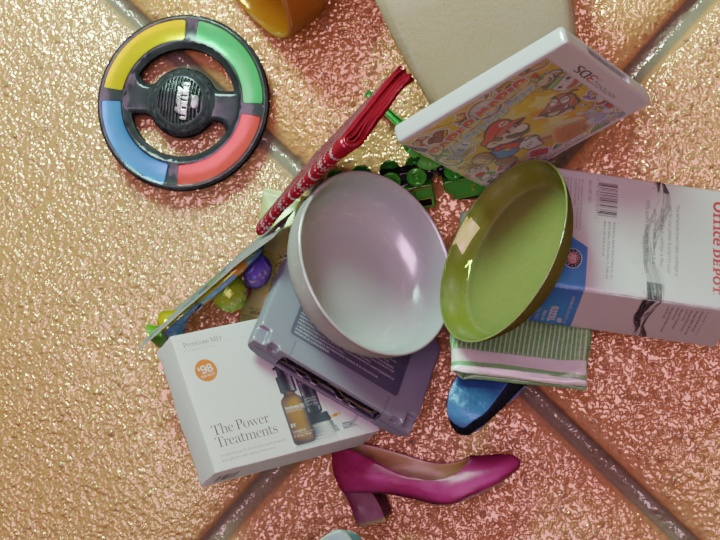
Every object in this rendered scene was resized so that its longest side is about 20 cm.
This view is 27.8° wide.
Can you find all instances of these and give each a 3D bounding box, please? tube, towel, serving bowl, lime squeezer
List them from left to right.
[{"bbox_3d":[-0.098,0.011,1.612,0.058,0.052,0.201,17,85,-22],"label":"tube"},{"bbox_3d":[-0.029,-0.122,1.518,0.022,0.200,0.145,42,50,-6],"label":"towel"},{"bbox_3d":[0.000,0.000,1.520,0.066,0.200,0.201,-26,81,48],"label":"serving bowl"},{"bbox_3d":[0.052,-0.140,1.557,0.070,0.200,0.038,17,110,-20],"label":"lime squeezer"},{"bbox_3d":[0.173,0.028,1.538,0.152,0.023,0.201,4,60,5],"label":"towel"}]

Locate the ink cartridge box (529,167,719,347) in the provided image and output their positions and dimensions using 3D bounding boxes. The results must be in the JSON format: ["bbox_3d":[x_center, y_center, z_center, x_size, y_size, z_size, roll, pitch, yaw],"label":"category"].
[{"bbox_3d":[0.281,-0.014,1.501,0.199,0.084,0.146,8,58,1],"label":"ink cartridge box"}]

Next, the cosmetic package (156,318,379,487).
[{"bbox_3d":[-0.096,0.127,1.524,0.199,0.052,0.151,-11,70,-32],"label":"cosmetic package"}]

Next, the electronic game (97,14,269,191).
[{"bbox_3d":[-0.200,-0.189,1.642,0.199,0.042,0.201,-1,86,8],"label":"electronic game"}]

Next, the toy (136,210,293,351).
[{"bbox_3d":[-0.146,0.022,1.569,0.200,0.115,0.047,-35,99,16],"label":"toy"}]

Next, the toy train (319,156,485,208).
[{"bbox_3d":[0.054,-0.093,1.592,0.199,0.042,0.057,-10,122,5],"label":"toy train"}]

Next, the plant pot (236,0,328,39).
[{"bbox_3d":[-0.064,-0.384,1.572,0.183,0.200,0.200,-36,82,-12],"label":"plant pot"}]

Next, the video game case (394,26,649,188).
[{"bbox_3d":[0.163,-0.155,1.448,0.200,0.182,0.023,-28,61,28],"label":"video game case"}]

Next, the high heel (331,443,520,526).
[{"bbox_3d":[0.067,0.205,1.561,0.199,0.067,0.097,-19,94,10],"label":"high heel"}]

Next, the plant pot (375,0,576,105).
[{"bbox_3d":[0.137,-0.245,1.531,0.199,0.200,0.178,-18,97,7],"label":"plant pot"}]

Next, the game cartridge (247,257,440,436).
[{"bbox_3d":[-0.013,0.074,1.544,0.200,0.041,0.133,32,56,-13],"label":"game cartridge"}]

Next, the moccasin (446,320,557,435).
[{"bbox_3d":[0.155,0.092,1.554,0.080,0.068,0.200,40,69,22],"label":"moccasin"}]

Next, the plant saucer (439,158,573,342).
[{"bbox_3d":[0.153,-0.015,1.469,0.031,0.200,0.201,26,90,-25],"label":"plant saucer"}]

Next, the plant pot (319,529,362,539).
[{"bbox_3d":[-0.029,0.390,1.498,0.196,0.200,0.196,-35,82,5],"label":"plant pot"}]
